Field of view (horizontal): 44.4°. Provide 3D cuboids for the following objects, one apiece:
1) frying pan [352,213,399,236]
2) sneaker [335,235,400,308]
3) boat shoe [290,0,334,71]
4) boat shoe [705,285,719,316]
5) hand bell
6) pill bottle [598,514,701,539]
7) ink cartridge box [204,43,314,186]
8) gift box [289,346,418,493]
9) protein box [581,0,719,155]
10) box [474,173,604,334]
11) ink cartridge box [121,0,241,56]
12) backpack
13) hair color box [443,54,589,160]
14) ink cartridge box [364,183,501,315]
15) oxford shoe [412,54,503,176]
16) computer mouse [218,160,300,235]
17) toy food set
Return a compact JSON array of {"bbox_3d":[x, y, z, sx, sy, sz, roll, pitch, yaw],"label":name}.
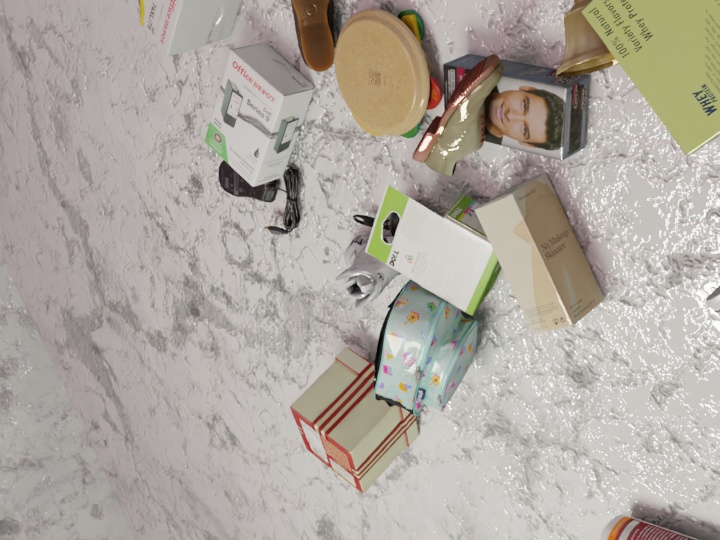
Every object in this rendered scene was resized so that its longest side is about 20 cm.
[{"bbox_3d":[0.072,-0.058,1.474,0.189,0.031,0.116,-9,107,53],"label":"frying pan"},{"bbox_3d":[0.000,0.000,1.499,0.075,0.115,0.200,54,157,-16],"label":"sneaker"},{"bbox_3d":[-0.077,-0.417,1.389,0.070,0.070,0.202,-105,13,-66],"label":"boat shoe"},{"bbox_3d":[0.490,0.016,1.017,0.066,0.072,0.200,51,142,5],"label":"boat shoe"},{"bbox_3d":[0.261,-0.344,1.054,0.104,0.104,0.202,-13,91,51],"label":"hand bell"},{"bbox_3d":[0.455,0.439,1.286,0.199,0.113,0.114,8,119,46],"label":"pill bottle"},{"bbox_3d":[-0.183,-0.277,1.563,0.146,0.084,0.201,42,131,21],"label":"ink cartridge box"},{"bbox_3d":[-0.004,0.276,1.653,0.184,0.187,0.201,34,154,27],"label":"gift box"},{"bbox_3d":[0.382,-0.268,0.907,0.199,0.135,0.200,55,141,6],"label":"protein box"},{"bbox_3d":[0.253,-0.023,1.243,0.078,0.095,0.201,-21,98,51],"label":"box"},{"bbox_3d":[-0.323,-0.510,1.543,0.200,0.146,0.147,50,141,13],"label":"ink cartridge box"},{"bbox_3d":[0.107,0.116,1.432,0.152,0.176,0.201,15,126,23],"label":"backpack"},{"bbox_3d":[0.207,-0.224,1.194,0.199,0.060,0.100,22,128,39],"label":"hair color box"},{"bbox_3d":[0.122,-0.048,1.351,0.199,0.076,0.148,31,135,13],"label":"ink cartridge box"},{"bbox_3d":[0.146,-0.206,1.188,0.074,0.071,0.200,33,140,-4],"label":"oxford shoe"},{"bbox_3d":[-0.187,-0.144,1.702,0.199,0.046,0.142,10,113,33],"label":"computer mouse"},{"bbox_3d":[0.038,-0.299,1.348,0.197,0.048,0.202,8,118,46],"label":"toy food set"}]
